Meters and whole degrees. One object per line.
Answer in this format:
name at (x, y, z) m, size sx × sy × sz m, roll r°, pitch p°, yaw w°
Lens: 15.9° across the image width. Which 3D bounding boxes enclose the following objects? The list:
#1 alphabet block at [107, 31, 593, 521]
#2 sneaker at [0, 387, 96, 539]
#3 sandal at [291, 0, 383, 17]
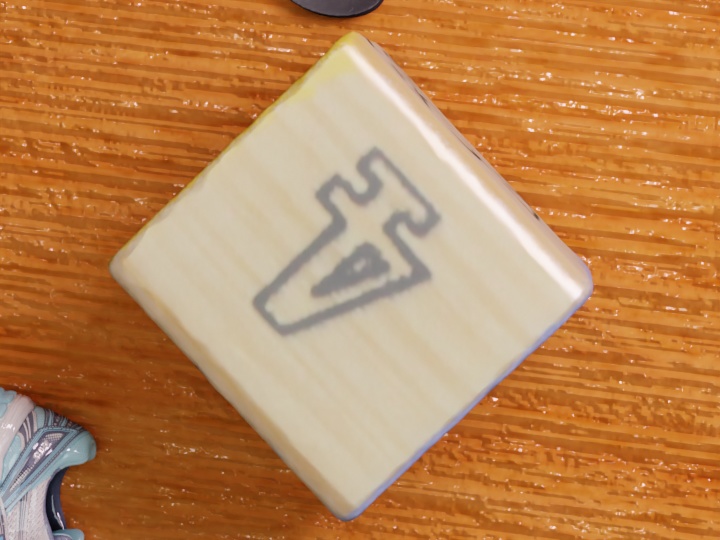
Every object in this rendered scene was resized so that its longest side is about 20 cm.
alphabet block at (0.000, 0.000, 1.501) m, size 0.196 × 0.195 × 0.200 m, roll -43°, pitch 88°, yaw 4°
sneaker at (-0.219, 0.178, 1.587) m, size 0.086 × 0.078 × 0.201 m, roll 17°, pitch 94°, yaw 0°
sandal at (-0.050, -0.241, 1.564) m, size 0.075 × 0.045 × 0.201 m, roll -28°, pitch 91°, yaw 5°
